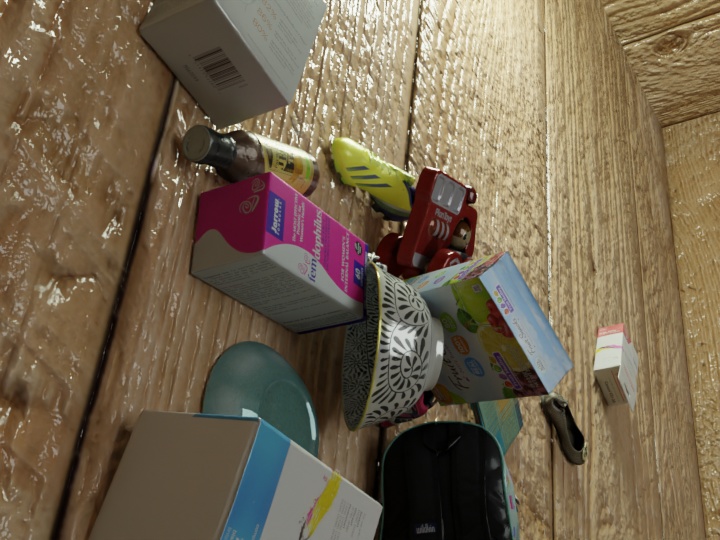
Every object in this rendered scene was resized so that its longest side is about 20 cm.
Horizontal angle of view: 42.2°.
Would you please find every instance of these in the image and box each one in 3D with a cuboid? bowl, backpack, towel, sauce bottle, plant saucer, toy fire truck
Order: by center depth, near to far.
[{"bbox_3d":[-0.093,0.172,1.011,0.201,0.039,0.201,33,51,-52],"label":"plant saucer"},{"bbox_3d":[-0.122,-0.124,1.066,0.200,0.065,0.065,8,71,-60],"label":"sauce bottle"},{"bbox_3d":[0.043,0.094,1.114,0.201,0.094,0.201,-173,-90,-79],"label":"bowl"},{"bbox_3d":[0.112,0.297,1.184,0.153,0.176,0.200,52,32,-66],"label":"backpack"},{"bbox_3d":[0.120,-0.050,1.349,0.200,0.112,0.168,17,93,-58],"label":"toy fire truck"},{"bbox_3d":[0.228,0.235,1.563,0.200,0.022,0.147,-32,112,-62],"label":"towel"}]

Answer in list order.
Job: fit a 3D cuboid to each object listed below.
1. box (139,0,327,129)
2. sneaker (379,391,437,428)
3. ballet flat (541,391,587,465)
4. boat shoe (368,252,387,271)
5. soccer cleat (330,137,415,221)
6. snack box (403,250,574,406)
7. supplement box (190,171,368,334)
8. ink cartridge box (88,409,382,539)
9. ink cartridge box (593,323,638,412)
[{"bbox_3d":[-0.138,-0.291,1.069,0.152,0.106,0.200,52,37,-36],"label":"box"},{"bbox_3d":[0.086,0.157,1.300,0.081,0.075,0.200,68,29,-14],"label":"sneaker"},{"bbox_3d":[0.412,0.311,1.838,0.200,0.046,0.067,59,33,-28],"label":"ballet flat"},{"bbox_3d":[0.000,0.000,1.221,0.200,0.070,0.071,50,38,-39],"label":"boat shoe"},{"bbox_3d":[0.030,-0.135,1.321,0.200,0.084,0.065,39,44,-48],"label":"soccer cleat"},{"bbox_3d":[0.138,0.078,1.159,0.068,0.200,0.169,-39,101,-34],"label":"snack box"},{"bbox_3d":[-0.085,-0.013,1.046,0.200,0.103,0.101,34,51,-49],"label":"supplement box"},{"bbox_3d":[-0.105,0.232,0.826,0.200,0.147,0.146,45,53,-42],"label":"ink cartridge box"},{"bbox_3d":[0.598,0.232,2.183,0.117,0.067,0.200,61,30,-24],"label":"ink cartridge box"}]
